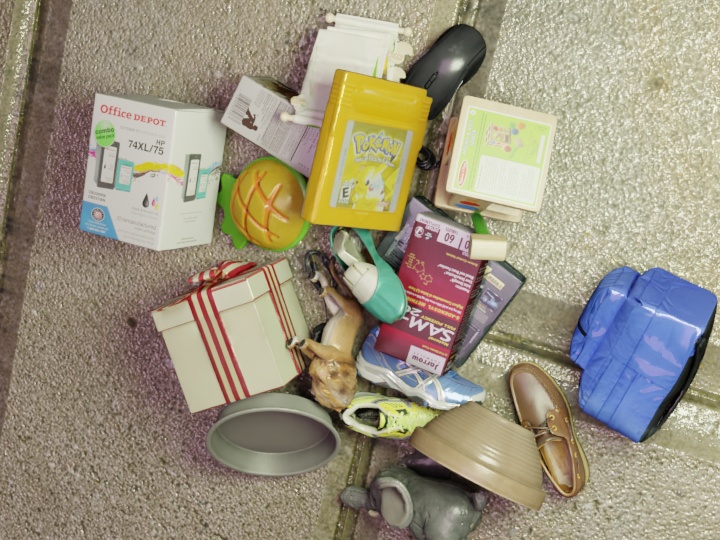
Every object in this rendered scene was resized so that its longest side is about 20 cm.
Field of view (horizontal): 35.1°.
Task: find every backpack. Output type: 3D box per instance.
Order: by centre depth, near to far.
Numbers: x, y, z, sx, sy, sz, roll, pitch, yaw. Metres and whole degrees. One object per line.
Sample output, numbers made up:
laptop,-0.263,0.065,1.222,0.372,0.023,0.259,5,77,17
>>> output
backpack,0.364,0.109,1.508,0.167,0.162,0.202,28,118,20

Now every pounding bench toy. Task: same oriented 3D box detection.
pounding bench toy,0.167,-0.105,1.508,0.123,0.156,0.202,12,84,-2

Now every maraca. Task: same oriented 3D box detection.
maraca,-0.143,-0.094,1.659,0.199,0.106,0.139,-6,94,44

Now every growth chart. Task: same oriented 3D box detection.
growth chart,-0.012,-0.271,1.570,0.143,0.018,0.202,18,68,4

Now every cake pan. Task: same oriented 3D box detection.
cake pan,-0.128,0.241,1.676,0.198,0.201,0.037,-16,49,18

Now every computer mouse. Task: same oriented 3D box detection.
computer mouse,0.113,-0.235,1.586,0.200,0.046,0.141,-43,85,18
computer mouse,-0.054,0.069,1.691,0.058,0.034,0.202,-8,89,-13

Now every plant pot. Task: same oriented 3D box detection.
plant pot,0.172,0.239,1.551,0.199,0.201,0.093,26,88,12

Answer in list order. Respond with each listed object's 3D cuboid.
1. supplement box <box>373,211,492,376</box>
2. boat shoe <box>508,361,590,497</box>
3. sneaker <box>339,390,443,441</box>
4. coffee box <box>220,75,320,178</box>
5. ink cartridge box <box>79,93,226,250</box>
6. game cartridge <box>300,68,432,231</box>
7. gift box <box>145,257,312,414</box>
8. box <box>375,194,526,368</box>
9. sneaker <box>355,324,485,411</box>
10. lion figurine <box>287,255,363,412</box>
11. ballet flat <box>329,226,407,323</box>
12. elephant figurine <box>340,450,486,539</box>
supplement box,0.102,0.031,1.567,0.108,0.061,0.202,20,102,14
boat shoe,0.264,0.224,1.598,0.071,0.068,0.202,-24,91,19
sneaker,0.063,0.221,1.654,0.198,0.076,0.076,1,97,14
coffee box,-0.082,-0.195,1.617,0.199,0.113,0.080,32,105,9
ink cartridge box,-0.300,-0.148,1.665,0.145,0.146,0.202,14,102,23
game cartridge,0.012,-0.156,1.523,0.032,0.175,0.202,26,106,42
gift box,-0.196,0.087,1.658,0.198,0.185,0.189,-17,95,14
box,0.112,0.014,1.622,0.199,0.051,0.158,38,107,9
sneaker,0.087,0.143,1.634,0.198,0.076,0.078,20,105,13
lion figurine,-0.034,0.092,1.638,0.122,0.072,0.202,33,68,-28
ballet flat,0.000,0.000,1.570,0.070,0.201,0.068,19,116,-33
elephant figurine,0.071,0.327,1.641,0.199,0.141,0.156,36,89,18
